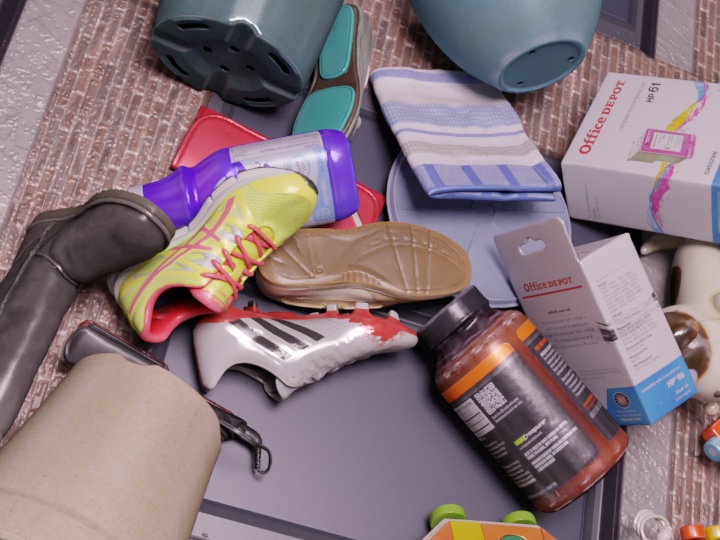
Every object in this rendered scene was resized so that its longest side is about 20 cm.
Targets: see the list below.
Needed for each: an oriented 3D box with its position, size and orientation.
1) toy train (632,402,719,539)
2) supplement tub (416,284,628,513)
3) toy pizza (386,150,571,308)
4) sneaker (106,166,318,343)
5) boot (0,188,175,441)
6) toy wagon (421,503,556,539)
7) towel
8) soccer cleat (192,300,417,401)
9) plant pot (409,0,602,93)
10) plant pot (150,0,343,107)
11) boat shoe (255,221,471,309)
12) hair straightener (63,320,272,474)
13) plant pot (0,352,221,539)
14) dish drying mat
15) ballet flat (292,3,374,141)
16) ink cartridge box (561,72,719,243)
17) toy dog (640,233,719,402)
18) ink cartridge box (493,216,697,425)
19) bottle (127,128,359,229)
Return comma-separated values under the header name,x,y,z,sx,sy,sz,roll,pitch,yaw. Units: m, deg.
name,x,y,z,sx,sy,sz,roll,pitch,yaw
toy train,0.337,0.226,1.071,0.200,0.056,0.150,-37,80,-31
supplement tub,0.140,0.110,1.013,0.107,0.107,0.200,-37,84,-29
toy pizza,0.116,-0.053,1.119,0.199,0.032,0.201,9,64,-17
sneaker,-0.114,-0.006,0.936,0.200,0.078,0.090,-34,47,10
boot,-0.246,0.038,0.876,0.073,0.181,0.200,49,48,-28
toy wagon,0.140,0.269,0.945,0.199,0.040,0.156,8,39,-15
towel,0.100,-0.138,1.109,0.146,0.024,0.200,-1,43,-20
soccer cleat,-0.047,0.073,0.987,0.199,0.069,0.086,4,75,-16
plant pot,0.158,-0.258,1.123,0.199,0.200,0.135,-8,68,-24
plant pot,-0.096,-0.273,1.055,0.199,0.200,0.197,21,71,-11
boat shoe,0.000,0.000,1.030,0.199,0.069,0.074,4,67,-13
hair straightener,-0.155,0.110,0.924,0.200,0.077,0.041,37,89,-7
plant pot,-0.196,0.171,0.829,0.200,0.201,0.184,30,49,-6
dish drying mat,-0.074,-0.085,1.068,0.199,0.018,0.077,26,62,-9
ballet flat,-0.018,-0.170,1.103,0.064,0.067,0.201,47,46,-51
ink cartridge box,0.319,-0.114,1.133,0.199,0.085,0.145,11,54,30
toy dog,0.344,0.042,1.105,0.194,0.140,0.200,34,59,15
ink cartridge box,0.213,0.039,1.040,0.068,0.116,0.201,-27,95,-27
bottle,-0.103,-0.070,1.000,0.199,0.065,0.084,-11,108,-6
